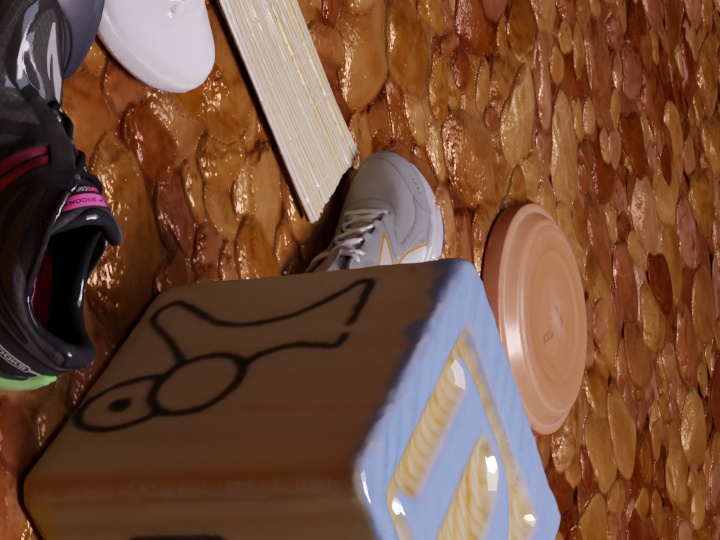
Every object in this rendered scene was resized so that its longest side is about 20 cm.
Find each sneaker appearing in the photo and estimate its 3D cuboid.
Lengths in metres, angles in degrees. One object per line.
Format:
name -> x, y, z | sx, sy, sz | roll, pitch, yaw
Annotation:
sneaker -> 0.000, 0.000, 1.194 | 0.092, 0.075, 0.201 | 41, 49, -49
sneaker -> -0.152, -0.043, 0.865 | 0.077, 0.083, 0.202 | -8, 97, -64
sneaker -> -0.112, -0.186, 0.978 | 0.075, 0.088, 0.201 | -67, 143, -46

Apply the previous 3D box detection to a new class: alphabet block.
alphabet block -> -0.028, 0.127, 0.968 | 0.196, 0.199, 0.197 | -57, 134, -50

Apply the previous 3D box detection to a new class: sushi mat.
sushi mat -> -0.050, -0.137, 1.179 | 0.096, 0.012, 0.201 | -62, 139, -47

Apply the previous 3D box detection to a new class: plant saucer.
plant saucer -> 0.156, 0.042, 1.544 | 0.200, 0.032, 0.202 | 18, 69, -61

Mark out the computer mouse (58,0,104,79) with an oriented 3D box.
computer mouse -> -0.183, -0.164, 0.877 | 0.201, 0.046, 0.141 | 65, 31, -35
